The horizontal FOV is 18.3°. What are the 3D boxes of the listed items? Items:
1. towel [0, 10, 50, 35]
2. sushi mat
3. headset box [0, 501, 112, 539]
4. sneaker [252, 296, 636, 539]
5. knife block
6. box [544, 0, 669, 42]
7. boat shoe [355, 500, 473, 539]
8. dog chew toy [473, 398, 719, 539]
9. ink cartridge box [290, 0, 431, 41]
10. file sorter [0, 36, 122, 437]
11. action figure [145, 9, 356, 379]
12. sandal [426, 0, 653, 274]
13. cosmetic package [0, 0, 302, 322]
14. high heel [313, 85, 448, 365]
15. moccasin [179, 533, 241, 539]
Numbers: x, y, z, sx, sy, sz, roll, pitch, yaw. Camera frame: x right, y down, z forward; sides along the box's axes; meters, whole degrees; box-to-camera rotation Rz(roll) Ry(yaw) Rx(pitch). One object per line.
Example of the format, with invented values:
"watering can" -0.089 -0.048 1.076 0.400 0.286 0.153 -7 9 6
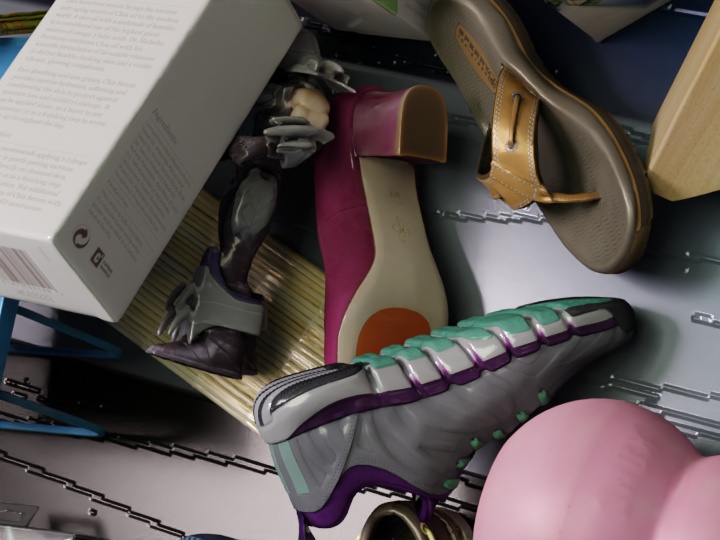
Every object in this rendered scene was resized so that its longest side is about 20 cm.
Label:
"towel" -0.208 -0.140 1.252 0.086 0.200 0.018 2 98 27
"sushi mat" -0.068 0.025 1.244 0.200 0.012 0.096 34 96 29
"headset box" -0.214 0.225 1.228 0.174 0.093 0.200 1 79 28
"sneaker" 0.049 0.073 1.119 0.200 0.074 0.088 -16 94 -10
"knife block" 0.201 -0.140 1.053 0.200 0.176 0.064 -16 28 24
"box" 0.170 -0.195 1.099 0.200 0.137 0.038 -30 66 18
"boat shoe" 0.023 0.216 1.125 0.072 0.060 0.200 -4 77 27
"dog chew toy" 0.156 0.136 1.044 0.200 0.125 0.125 16 86 22
"ink cartridge box" 0.012 -0.237 1.202 0.067 0.117 0.200 9 83 28
"file sorter" -0.201 -0.014 1.247 0.139 0.123 0.200 2 74 35
"action figure" -0.059 -0.043 1.189 0.069 0.130 0.200 16 85 -12
"sandal" 0.080 -0.073 1.145 0.200 0.055 0.082 58 150 27
"cosmetic package" -0.126 -0.078 1.133 0.101 0.071 0.200 11 59 35
"high heel" 0.000 0.000 1.194 0.096 0.067 0.200 -5 70 57
"moccasin" -0.059 0.193 1.137 0.200 0.068 0.081 40 114 52
